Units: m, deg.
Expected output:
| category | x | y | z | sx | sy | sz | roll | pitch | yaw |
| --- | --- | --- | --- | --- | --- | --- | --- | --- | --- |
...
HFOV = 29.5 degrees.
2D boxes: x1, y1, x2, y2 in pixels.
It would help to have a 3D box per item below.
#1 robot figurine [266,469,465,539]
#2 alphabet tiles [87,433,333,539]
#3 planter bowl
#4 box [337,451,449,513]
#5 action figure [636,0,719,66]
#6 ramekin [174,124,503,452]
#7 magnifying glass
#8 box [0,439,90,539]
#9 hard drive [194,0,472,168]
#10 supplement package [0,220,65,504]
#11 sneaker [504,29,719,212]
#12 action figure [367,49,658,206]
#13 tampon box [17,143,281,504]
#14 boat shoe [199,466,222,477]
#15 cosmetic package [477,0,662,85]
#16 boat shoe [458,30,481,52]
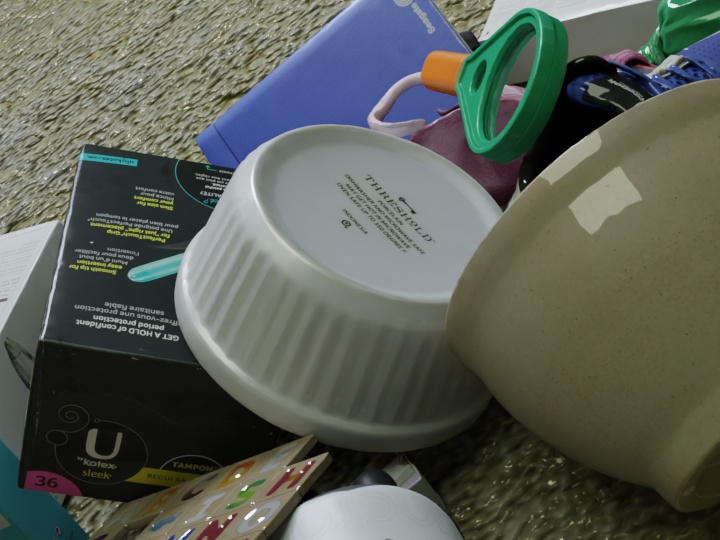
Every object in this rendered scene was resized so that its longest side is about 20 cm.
| category | x | y | z | sx | sy | sz | roll | pitch | yaw |
| --- | --- | --- | --- | --- | --- | --- | --- | --- | --- |
| robot figurine | 0.008 | 0.185 | 0.643 | 0.150 | 0.125 | 0.200 | -40 | 34 | 10 |
| alphabet tiles | -0.108 | 0.147 | 0.704 | 0.199 | 0.008 | 0.167 | -25 | 12 | 37 |
| planter bowl | 0.158 | 0.029 | 0.659 | 0.200 | 0.200 | 0.135 | -35 | 61 | 1 |
| box | -0.041 | 0.179 | 0.762 | 0.200 | 0.042 | 0.039 | -38 | 35 | -5 |
| action figure | 0.263 | -0.164 | 0.865 | 0.199 | 0.119 | 0.055 | -17 | 6 | 31 |
| ramekin | 0.000 | 0.000 | 0.788 | 0.203 | 0.201 | 0.095 | -93 | 19 | -50 |
| magnifying glass | 0.069 | -0.106 | 0.760 | 0.200 | 0.022 | 0.080 | -140 | 69 | -72 |
| box | -0.257 | 0.138 | 0.850 | 0.082 | 0.200 | 0.049 | -24 | 32 | 17 |
| hard drive | -0.008 | -0.106 | 0.984 | 0.200 | 0.025 | 0.132 | -39 | 76 | 13 |
| supplement package | -0.262 | 0.081 | 0.996 | 0.117 | 0.117 | 0.201 | -12 | 42 | 30 |
| sneaker | 0.153 | -0.071 | 0.716 | 0.199 | 0.115 | 0.081 | -37 | 67 | -17 |
| action figure | 0.130 | -0.103 | 0.863 | 0.199 | 0.149 | 0.134 | -22 | 28 | 42 |
| tampon box | -0.125 | 0.036 | 0.872 | 0.149 | 0.127 | 0.201 | 10 | 37 | -10 |
| boat shoe | -0.136 | 0.198 | 0.799 | 0.200 | 0.068 | 0.072 | -42 | 35 | -5 |
| cosmetic package | 0.190 | -0.192 | 0.987 | 0.199 | 0.051 | 0.083 | -7 | 41 | 35 |
| boat shoe | 0.007 | -0.125 | 1.031 | 0.199 | 0.063 | 0.073 | -15 | -3 | 22 |
